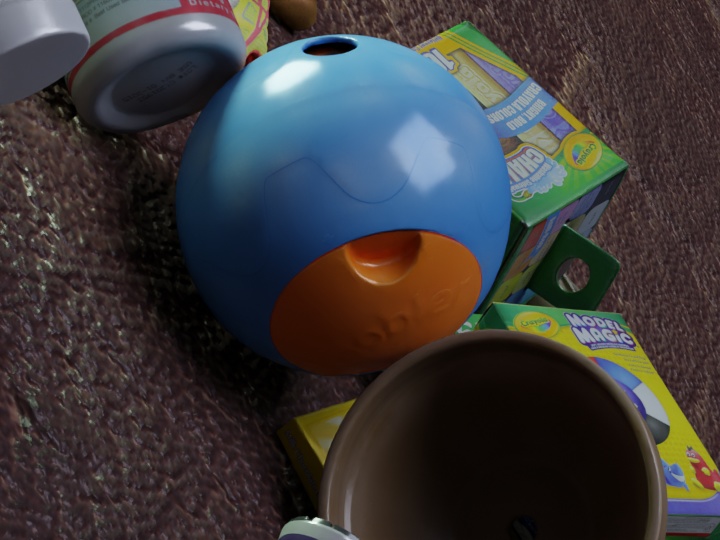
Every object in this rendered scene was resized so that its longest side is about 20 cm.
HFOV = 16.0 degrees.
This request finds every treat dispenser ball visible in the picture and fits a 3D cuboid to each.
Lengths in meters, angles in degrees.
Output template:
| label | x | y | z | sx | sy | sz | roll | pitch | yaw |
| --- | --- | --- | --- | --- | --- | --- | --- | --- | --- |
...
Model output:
| label | x | y | z | sx | sy | sz | roll | pitch | yaw |
| --- | --- | --- | --- | --- | --- | --- | --- | --- | --- |
| treat dispenser ball | -0.010 | -0.038 | 1.513 | 0.201 | 0.200 | 0.202 | 45 | 25 | -28 |

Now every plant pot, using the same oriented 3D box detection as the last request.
| label | x | y | z | sx | sy | sz | roll | pitch | yaw |
| --- | --- | --- | --- | --- | --- | --- | --- | --- | --- |
| plant pot | 0.083 | 0.142 | 1.463 | 0.202 | 0.200 | 0.093 | 67 | 10 | 23 |

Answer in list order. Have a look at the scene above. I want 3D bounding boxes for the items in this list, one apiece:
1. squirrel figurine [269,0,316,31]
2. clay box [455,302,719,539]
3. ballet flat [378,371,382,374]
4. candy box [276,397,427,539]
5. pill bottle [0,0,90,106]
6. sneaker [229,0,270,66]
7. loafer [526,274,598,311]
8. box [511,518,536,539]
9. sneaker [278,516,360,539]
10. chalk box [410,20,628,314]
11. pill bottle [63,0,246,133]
| label | x | y | z | sx | sy | sz | roll | pitch | yaw |
| --- | --- | --- | --- | --- | --- | --- | --- | --- | --- |
| squirrel figurine | -0.037 | -0.310 | 1.832 | 0.200 | 0.186 | 0.142 | 38 | 29 | -39 |
| clay box | 0.143 | 0.089 | 1.589 | 0.114 | 0.048 | 0.201 | 5 | 43 | -39 |
| ballet flat | 0.000 | 0.000 | 1.672 | 0.201 | 0.072 | 0.072 | 58 | 22 | 3 |
| candy box | 0.046 | 0.116 | 1.568 | 0.199 | 0.026 | 0.103 | -15 | 69 | -44 |
| pill bottle | -0.224 | -0.193 | 1.385 | 0.201 | 0.111 | 0.111 | 63 | 23 | 12 |
| sneaker | -0.094 | -0.165 | 1.694 | 0.200 | 0.078 | 0.091 | -61 | 139 | -69 |
| loafer | 0.118 | 0.015 | 1.890 | 0.067 | 0.076 | 0.201 | 24 | 29 | -52 |
| box | 0.111 | 0.166 | 1.688 | 0.121 | 0.032 | 0.200 | 56 | 15 | 22 |
| sneaker | -0.006 | 0.231 | 1.374 | 0.201 | 0.075 | 0.088 | 56 | 51 | -28 |
| chalk box | 0.084 | -0.045 | 1.708 | 0.200 | 0.125 | 0.124 | 44 | 43 | 17 |
| pill bottle | -0.150 | -0.192 | 1.543 | 0.109 | 0.108 | 0.201 | 17 | 46 | -58 |
